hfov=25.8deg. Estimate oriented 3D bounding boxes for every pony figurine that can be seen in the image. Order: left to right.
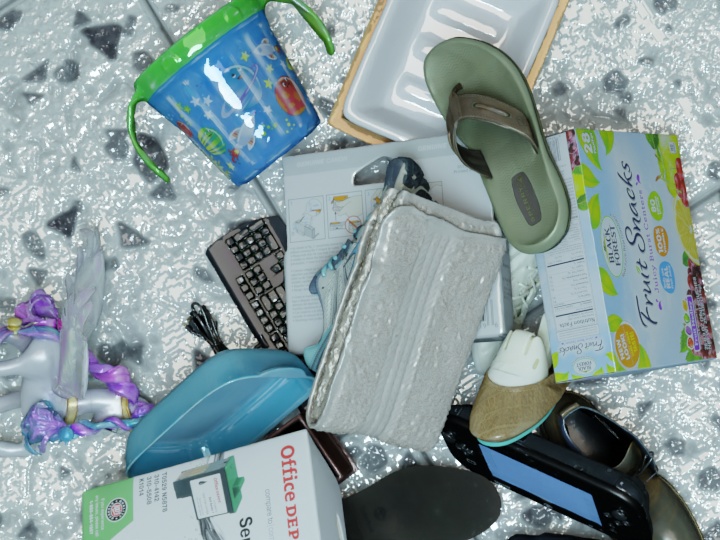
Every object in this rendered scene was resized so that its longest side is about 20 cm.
[{"bbox_3d":[-0.273,0.079,1.370,0.197,0.167,0.195,-2,117,-1],"label":"pony figurine"}]

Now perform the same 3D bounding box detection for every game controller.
[{"bbox_3d":[0.155,0.174,1.327,0.199,0.105,0.042,23,58,29],"label":"game controller"}]

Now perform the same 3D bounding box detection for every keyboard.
[{"bbox_3d":[-0.080,0.060,1.413,0.126,0.021,0.201,-32,84,-1],"label":"keyboard"}]

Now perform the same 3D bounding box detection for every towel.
[{"bbox_3d":[0.040,0.043,1.265,0.132,0.034,0.202,16,93,-36],"label":"towel"}]

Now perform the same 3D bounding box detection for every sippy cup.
[{"bbox_3d":[-0.109,-0.152,1.383,0.177,0.140,0.131,-34,95,30],"label":"sippy cup"}]

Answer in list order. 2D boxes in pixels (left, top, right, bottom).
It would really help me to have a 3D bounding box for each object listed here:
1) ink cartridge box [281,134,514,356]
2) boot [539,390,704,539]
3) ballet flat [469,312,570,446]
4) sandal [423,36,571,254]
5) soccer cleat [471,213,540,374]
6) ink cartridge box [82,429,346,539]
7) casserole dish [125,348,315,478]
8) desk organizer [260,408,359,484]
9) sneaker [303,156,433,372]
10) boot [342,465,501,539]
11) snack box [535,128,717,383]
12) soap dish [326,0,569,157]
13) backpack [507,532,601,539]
[{"bbox_3d":[0.030,-0.020,1.363,0.198,0.043,0.176,-6,81,20],"label":"ink cartridge box"},{"bbox_3d":[0.227,0.187,1.351,0.075,0.097,0.200,-43,85,-1],"label":"boot"},{"bbox_3d":[0.154,0.073,1.327,0.067,0.199,0.073,17,122,38],"label":"ballet flat"},{"bbox_3d":[0.108,-0.108,1.276,0.080,0.057,0.202,-39,65,30],"label":"sandal"},{"bbox_3d":[0.141,-0.005,1.383,0.077,0.069,0.202,10,82,21],"label":"soccer cleat"},{"bbox_3d":[-0.114,0.226,1.249,0.198,0.085,0.147,-17,46,6],"label":"ink cartridge box"},{"bbox_3d":[-0.124,0.120,1.342,0.200,0.120,0.039,-42,59,34],"label":"casserole dish"},{"bbox_3d":[-0.105,0.204,1.364,0.199,0.077,0.072,-37,85,5],"label":"desk organizer"},{"bbox_3d":[0.000,0.000,1.310,0.086,0.077,0.202,14,89,25],"label":"sneaker"},{"bbox_3d":[0.025,0.224,1.379,0.198,0.076,0.074,-12,64,-13],"label":"boot"},{"bbox_3d":[0.219,-0.013,1.332,0.067,0.168,0.202,-16,80,41],"label":"snack box"},{"bbox_3d":[0.080,-0.187,1.396,0.156,0.081,0.202,23,87,4],"label":"soap dish"},{"bbox_3d":[0.192,0.314,1.303,0.198,0.183,0.149,13,107,13],"label":"backpack"}]
